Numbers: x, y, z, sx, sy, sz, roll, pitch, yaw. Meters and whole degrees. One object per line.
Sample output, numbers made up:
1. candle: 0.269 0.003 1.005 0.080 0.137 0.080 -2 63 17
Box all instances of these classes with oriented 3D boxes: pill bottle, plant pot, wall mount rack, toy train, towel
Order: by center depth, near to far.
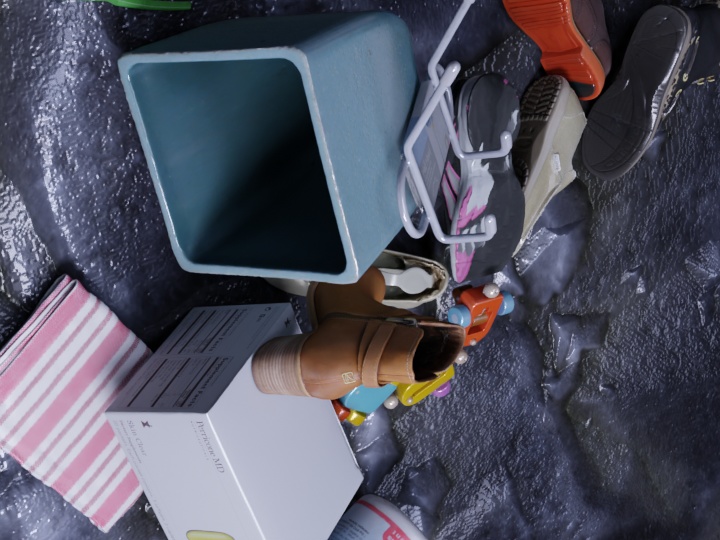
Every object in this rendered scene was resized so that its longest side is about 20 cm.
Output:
1. wall mount rack: 0.075 -0.126 1.192 0.200 0.074 0.174 -74 152 -46
2. plant pot: -0.045 -0.124 1.229 0.200 0.196 0.197 -38 123 -45
3. towel: -0.236 0.116 1.258 0.146 0.030 0.200 -50 127 -14
4. toy train: 0.047 0.071 1.402 0.199 0.056 0.151 -18 143 -31
5. pill bottle: -0.024 0.319 1.409 0.200 0.109 0.109 -43 123 -18

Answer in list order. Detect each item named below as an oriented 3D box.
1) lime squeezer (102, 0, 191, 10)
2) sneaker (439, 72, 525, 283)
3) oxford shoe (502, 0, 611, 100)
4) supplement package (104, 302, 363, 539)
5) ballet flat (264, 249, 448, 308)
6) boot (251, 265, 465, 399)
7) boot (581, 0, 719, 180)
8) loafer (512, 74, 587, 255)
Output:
1. lime squeezer: -0.223 -0.243 1.171 0.200 0.038 0.071 37 49 -35
2. sneaker: 0.106 -0.090 1.403 0.080 0.086 0.201 0 101 -30
3. oxford shoe: 0.194 -0.264 1.443 0.073 0.071 0.200 -58 135 -30
4. supplement package: -0.103 0.154 1.272 0.156 0.110 0.201 -54 131 -47
5. ballet flat: 0.000 0.000 1.368 0.199 0.069 0.070 7 98 -36
6. boot: 0.018 0.044 1.228 0.200 0.155 0.077 -36 116 -55
7. boot: 0.315 -0.194 1.525 0.150 0.073 0.201 -25 141 -48
8. loafer: 0.175 -0.094 1.460 0.068 0.076 0.201 27 86 -31
